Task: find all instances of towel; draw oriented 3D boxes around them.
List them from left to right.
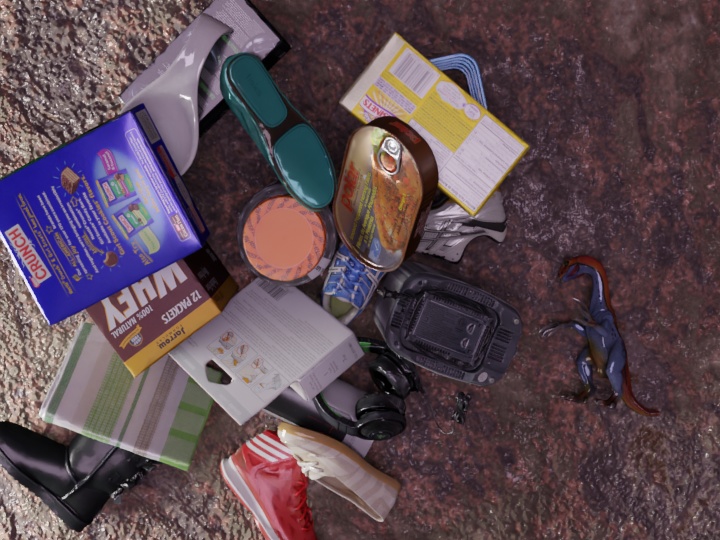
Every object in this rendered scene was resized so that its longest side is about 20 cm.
[{"bbox_3d":[-0.288,0.161,1.712,0.198,0.031,0.151,21,56,-3],"label":"towel"}]

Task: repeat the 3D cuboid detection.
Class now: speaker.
[{"bbox_3d":[-0.066,0.163,1.722,0.198,0.081,0.082,27,97,-3],"label":"speaker"}]

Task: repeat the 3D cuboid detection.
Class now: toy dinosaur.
[{"bbox_3d":[0.301,0.079,1.729,0.198,0.104,0.184,15,83,-38],"label":"toy dinosaur"}]

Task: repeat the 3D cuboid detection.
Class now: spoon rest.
[{"bbox_3d":[-0.209,-0.192,1.515,0.098,0.061,0.202,27,96,-1],"label":"spoon rest"}]

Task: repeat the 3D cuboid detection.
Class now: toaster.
[{"bbox_3d":[0.095,0.059,1.671,0.198,0.129,0.115,20,96,-14],"label":"toaster"}]

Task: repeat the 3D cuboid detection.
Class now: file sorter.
[{"bbox_3d":[0.082,-0.182,1.619,0.137,0.200,0.125,-13,94,2],"label":"file sorter"}]

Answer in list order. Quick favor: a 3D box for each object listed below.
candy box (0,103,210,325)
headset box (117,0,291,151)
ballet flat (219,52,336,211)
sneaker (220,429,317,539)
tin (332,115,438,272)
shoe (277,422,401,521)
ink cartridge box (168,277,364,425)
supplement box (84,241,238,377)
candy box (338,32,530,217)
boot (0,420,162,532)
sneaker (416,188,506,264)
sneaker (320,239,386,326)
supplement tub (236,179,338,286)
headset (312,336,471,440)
[{"bbox_3d":[-0.293,-0.062,1.495,0.198,0.077,0.171,-26,100,7],"label":"candy box"},{"bbox_3d":[-0.188,-0.236,1.626,0.200,0.174,0.093,-43,95,5],"label":"headset box"},{"bbox_3d":[-0.094,-0.158,1.533,0.067,0.070,0.201,-36,102,-13],"label":"ballet flat"},{"bbox_3d":[-0.081,0.294,1.739,0.115,0.078,0.201,-39,96,6],"label":"sneaker"},{"bbox_3d":[0.027,-0.085,1.510,0.111,0.042,0.201,37,141,17],"label":"tin"},{"bbox_3d":[-0.029,0.254,1.705,0.199,0.070,0.054,35,68,-27],"label":"shoe"},{"bbox_3d":[-0.118,0.099,1.639,0.173,0.199,0.044,-39,131,-14],"label":"ink cartridge box"},{"bbox_3d":[-0.266,-0.007,1.643,0.132,0.197,0.201,-35,96,5],"label":"supplement box"},{"bbox_3d":[0.083,-0.162,1.509,0.199,0.026,0.103,40,94,1],"label":"candy box"},{"bbox_3d":[-0.363,0.223,1.736,0.162,0.073,0.198,-44,101,7],"label":"boot"},{"bbox_3d":[0.091,-0.041,1.698,0.197,0.076,0.089,-19,103,7],"label":"sneaker"},{"bbox_3d":[0.000,0.000,1.655,0.075,0.077,0.201,20,132,0],"label":"sneaker"},{"bbox_3d":[-0.086,-0.048,1.635,0.121,0.200,0.125,0,98,0],"label":"supplement tub"},{"bbox_3d":[0.036,0.148,1.659,0.197,0.094,0.125,19,61,6],"label":"headset"}]
